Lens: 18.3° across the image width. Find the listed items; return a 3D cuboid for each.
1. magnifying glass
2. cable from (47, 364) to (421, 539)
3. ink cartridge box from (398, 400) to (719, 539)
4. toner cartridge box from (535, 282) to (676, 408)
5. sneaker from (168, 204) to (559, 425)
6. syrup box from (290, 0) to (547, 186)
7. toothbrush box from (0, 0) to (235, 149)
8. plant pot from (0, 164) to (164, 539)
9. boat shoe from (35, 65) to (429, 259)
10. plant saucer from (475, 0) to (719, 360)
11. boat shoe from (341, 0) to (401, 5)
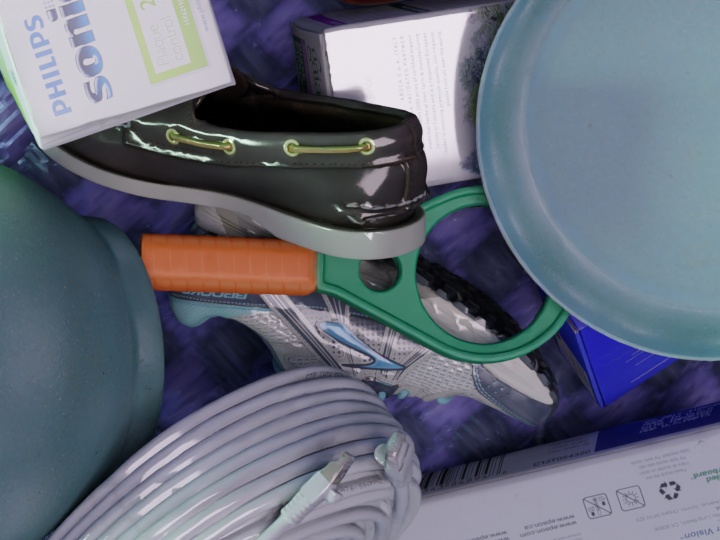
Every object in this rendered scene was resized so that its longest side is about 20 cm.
[{"bbox_3d":[0.000,0.000,1.009,0.198,0.022,0.080,2,85,-9],"label":"magnifying glass"},{"bbox_3d":[-0.064,0.125,1.009,0.199,0.200,0.069,-32,71,-3],"label":"cable"},{"bbox_3d":[0.129,0.176,1.102,0.195,0.043,0.201,-15,108,15],"label":"ink cartridge box"},{"bbox_3d":[0.181,-0.020,1.077,0.199,0.095,0.043,-33,62,-4],"label":"toner cartridge box"},{"bbox_3d":[0.000,0.029,1.067,0.199,0.078,0.087,29,101,-7],"label":"sneaker"},{"bbox_3d":[0.072,-0.091,1.046,0.198,0.081,0.079,-10,102,-9],"label":"syrup box"},{"bbox_3d":[-0.125,-0.144,0.931,0.085,0.200,0.147,-19,104,-7],"label":"toothbrush box"},{"bbox_3d":[-0.169,0.039,0.979,0.133,0.200,0.202,-4,104,-34],"label":"plant pot"},{"bbox_3d":[-0.058,-0.061,0.986,0.200,0.072,0.061,17,117,27],"label":"boat shoe"},{"bbox_3d":[0.150,-0.060,0.971,0.198,0.027,0.202,5,109,14],"label":"plant saucer"},{"bbox_3d":[0.056,-0.179,1.001,0.199,0.063,0.072,-25,91,21],"label":"boat shoe"}]
